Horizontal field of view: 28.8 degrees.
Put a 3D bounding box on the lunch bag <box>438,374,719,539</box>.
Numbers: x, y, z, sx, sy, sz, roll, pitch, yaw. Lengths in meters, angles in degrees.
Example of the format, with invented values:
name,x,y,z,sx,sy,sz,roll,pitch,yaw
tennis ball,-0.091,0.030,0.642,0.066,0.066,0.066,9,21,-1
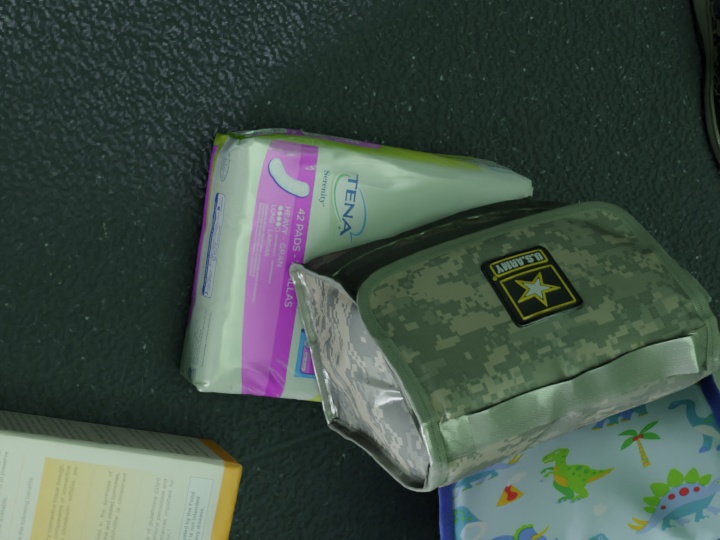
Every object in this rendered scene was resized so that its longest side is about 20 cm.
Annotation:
name,x,y,z,sx,sy,sz,roll,pitch,yaw
lunch bag,0.133,0.138,0.755,0.168,0.200,0.129,-22,93,10

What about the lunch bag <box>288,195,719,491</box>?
name,x,y,z,sx,sy,sz,roll,pitch,yaw
lunch bag,0.070,0.033,0.727,0.162,0.200,0.119,-17,103,-16

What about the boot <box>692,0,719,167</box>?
name,x,y,z,sx,sy,sz,roll,pitch,yaw
boot,0.285,-0.125,0.886,0.073,0.154,0.206,-19,101,-17

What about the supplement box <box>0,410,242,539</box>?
name,x,y,z,sx,sy,sz,roll,pitch,yaw
supplement box,-0.178,0.149,0.785,0.198,0.073,0.128,12,92,-21

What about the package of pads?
name,x,y,z,sx,sy,sz,roll,pitch,yaw
package of pads,0.000,0.000,0.840,0.197,0.068,0.157,8,94,-22

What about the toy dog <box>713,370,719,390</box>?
name,x,y,z,sx,sy,sz,roll,pitch,yaw
toy dog,0.225,0.100,0.908,0.197,0.132,0.097,13,51,-14
